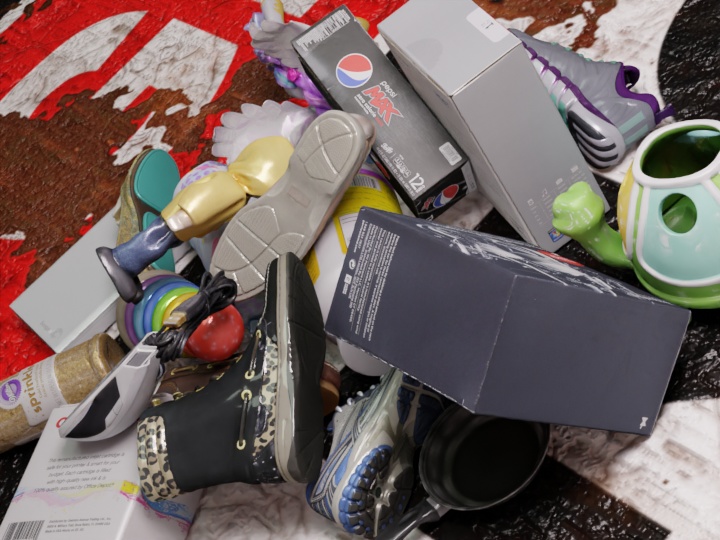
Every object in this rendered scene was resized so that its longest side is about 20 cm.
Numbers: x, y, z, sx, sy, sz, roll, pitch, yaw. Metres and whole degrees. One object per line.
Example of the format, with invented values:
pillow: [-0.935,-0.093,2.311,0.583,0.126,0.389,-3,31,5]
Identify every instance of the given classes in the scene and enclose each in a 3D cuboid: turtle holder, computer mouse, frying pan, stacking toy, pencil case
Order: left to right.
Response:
computer mouse: [-0.181,0.086,1.422,0.200,0.044,0.110,-44,7,32]
stacking toy: [-0.154,0.047,1.535,0.085,0.085,0.200,-48,21,-15]
pencil case: [-0.119,-0.024,1.628,0.082,0.091,0.200,-18,37,-12]
frying pan: [0.082,0.171,1.315,0.114,0.031,0.191,8,59,42]
turtle holder: [0.258,-0.052,1.331,0.141,0.132,0.185,-49,40,-15]

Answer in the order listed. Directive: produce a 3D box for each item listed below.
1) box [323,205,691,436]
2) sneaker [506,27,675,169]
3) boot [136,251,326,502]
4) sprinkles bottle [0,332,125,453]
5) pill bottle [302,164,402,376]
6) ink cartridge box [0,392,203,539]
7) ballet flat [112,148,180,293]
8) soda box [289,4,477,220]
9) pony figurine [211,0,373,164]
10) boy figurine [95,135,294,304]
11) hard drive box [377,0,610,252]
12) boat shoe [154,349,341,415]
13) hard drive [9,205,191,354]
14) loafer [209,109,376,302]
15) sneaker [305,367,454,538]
box: [0.111,0.038,1.280,0.182,0.199,0.105,27,102,47]
sneaker: [0.203,-0.170,1.558,0.087,0.075,0.200,-30,48,-9]
boot: [-0.109,0.089,1.400,0.153,0.073,0.205,-14,58,21]
sprinkles bottle: [-0.318,0.128,1.634,0.199,0.068,0.069,-25,39,13]
pill bottle: [0.000,0.000,1.496,0.104,0.104,0.201,-28,39,10]
ink cartridge box: [-0.225,0.214,1.460,0.144,0.084,0.201,-8,45,31]
ballet flat: [-0.221,-0.045,1.706,0.070,0.071,0.201,-23,40,15]
soda box: [0.021,-0.140,1.529,0.063,0.071,0.201,-35,69,-2]
pony figurine: [-0.051,-0.189,1.683,0.167,0.192,0.201,-62,31,33]
boy figurine: [-0.139,-0.049,1.524,0.199,0.065,0.124,-32,-4,-2]
hard drive box: [0.115,-0.132,1.467,0.077,0.200,0.156,-36,38,-1]
boat shoe: [-0.102,0.100,1.497,0.198,0.070,0.071,-11,48,29]
hard drive: [-0.262,-0.002,1.761,0.200,0.026,0.132,-44,38,-11]
loafer: [-0.052,-0.052,1.468,0.072,0.063,0.200,45,111,16]
sneaker: [0.016,0.120,1.386,0.085,0.077,0.201,5,53,45]
